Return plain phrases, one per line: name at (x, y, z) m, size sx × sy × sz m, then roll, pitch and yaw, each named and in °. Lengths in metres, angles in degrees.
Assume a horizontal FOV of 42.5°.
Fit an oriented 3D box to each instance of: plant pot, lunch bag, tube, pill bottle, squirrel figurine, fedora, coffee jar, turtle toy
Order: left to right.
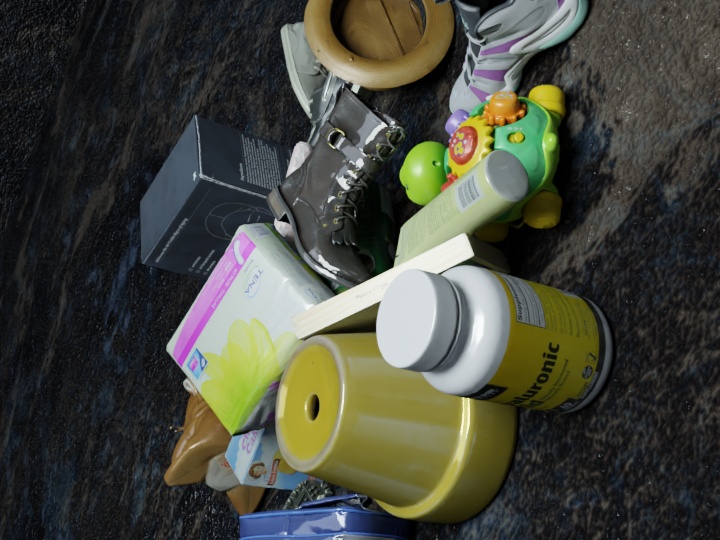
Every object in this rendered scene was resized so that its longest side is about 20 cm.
squirrel figurine at (-0.190, 0.206, 1.308) m, size 0.202 × 0.140 × 0.187 m, roll -61°, pitch 24°, yaw 14°
lunch bag at (-0.035, 0.309, 0.983) m, size 0.198 × 0.135 × 0.134 m, roll -15°, pitch 65°, yaw 32°
coffee jar at (0.000, 0.000, 1.096) m, size 0.103 × 0.086 × 0.202 m, roll -14°, pitch 59°, yaw 11°
fedora at (0.023, -0.291, 1.152) m, size 0.082 × 0.197 × 0.203 m, roll 88°, pitch 176°, yaw -62°
plant pot at (0.024, 0.145, 0.928) m, size 0.200 × 0.187 × 0.204 m, roll -26°, pitch 58°, yaw 51°
tube at (0.085, -0.049, 0.896) m, size 0.052 × 0.058 × 0.200 m, roll 58°, pitch 143°, yaw 4°
turtle toy at (0.123, -0.110, 0.946) m, size 0.199 × 0.100 × 0.148 m, roll -15°, pitch 66°, yaw 54°
pill bottle at (0.115, 0.058, 0.806) m, size 0.111 × 0.198 × 0.113 m, roll -27°, pitch 56°, yaw 50°

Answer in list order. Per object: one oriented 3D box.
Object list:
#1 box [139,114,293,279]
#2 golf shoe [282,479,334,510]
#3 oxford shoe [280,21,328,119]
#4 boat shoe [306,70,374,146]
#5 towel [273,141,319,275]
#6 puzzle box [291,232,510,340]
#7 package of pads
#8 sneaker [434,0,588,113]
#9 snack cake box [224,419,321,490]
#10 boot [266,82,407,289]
box at (-0.190, -0.089, 1.333) m, size 0.200 × 0.195 × 0.125 m, roll -46°, pitch 43°, yaw 37°
golf shoe at (-0.079, 0.355, 1.117) m, size 0.088 × 0.076 × 0.203 m, roll 143°, pitch 138°, yaw -64°
oxford shoe at (-0.072, -0.293, 1.354) m, size 0.057 × 0.075 × 0.202 m, roll -20°, pitch 57°, yaw 11°
boat shoe at (-0.038, -0.216, 1.246) m, size 0.067 × 0.072 × 0.202 m, roll 33°, pitch 105°, yaw 17°
towel at (-0.074, -0.046, 1.188) m, size 0.191 × 0.032 × 0.203 m, roll 27°, pitch -105°, yaw -78°
puzzle box at (0.044, 0.024, 0.929) m, size 0.198 × 0.133 × 0.026 m, roll -26°, pitch 73°, yaw 19°
package of pads at (-0.120, 0.070, 1.053) m, size 0.155 × 0.068 × 0.201 m, roll 45°, pitch 114°, yaw 27°
sneaker at (0.123, -0.247, 0.960) m, size 0.200 × 0.138 × 0.079 m, roll -47°, pitch 43°, yaw 37°
snack cake box at (-0.074, 0.167, 1.137) m, size 0.067 × 0.114 × 0.202 m, roll 43°, pitch 115°, yaw 53°
boot at (-0.009, -0.093, 1.017) m, size 0.175 × 0.069 × 0.200 m, roll -49°, pitch 61°, yaw 16°
